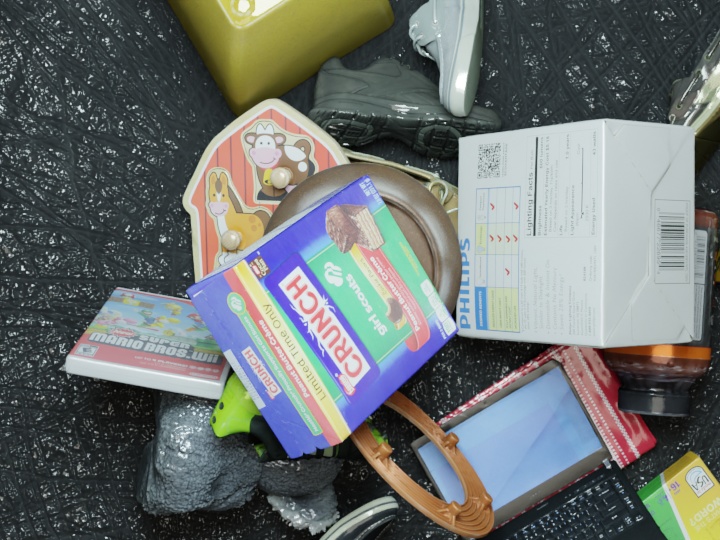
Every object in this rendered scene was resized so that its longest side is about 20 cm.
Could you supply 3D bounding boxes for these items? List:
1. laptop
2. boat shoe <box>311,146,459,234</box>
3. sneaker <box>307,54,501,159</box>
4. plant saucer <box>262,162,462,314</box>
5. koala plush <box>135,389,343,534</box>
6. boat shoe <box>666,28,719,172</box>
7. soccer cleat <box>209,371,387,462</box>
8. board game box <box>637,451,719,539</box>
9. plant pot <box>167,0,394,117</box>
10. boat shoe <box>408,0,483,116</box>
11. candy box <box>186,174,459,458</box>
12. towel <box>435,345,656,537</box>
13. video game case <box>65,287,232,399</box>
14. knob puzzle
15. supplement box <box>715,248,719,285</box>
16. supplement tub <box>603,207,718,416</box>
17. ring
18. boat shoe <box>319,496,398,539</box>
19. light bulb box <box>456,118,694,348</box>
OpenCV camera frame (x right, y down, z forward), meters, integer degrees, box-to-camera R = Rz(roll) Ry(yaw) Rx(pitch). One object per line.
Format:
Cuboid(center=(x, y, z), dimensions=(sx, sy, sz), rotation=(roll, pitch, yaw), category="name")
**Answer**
Cuboid(center=(0.172, 0.220, 1.251), dimensions=(0.176, 0.201, 0.104), rotation=(-30, 130, 2), category="laptop")
Cuboid(center=(0.038, -0.069, 1.287), dimensions=(0.197, 0.063, 0.074), rotation=(19, 90, -1), category="boat shoe")
Cuboid(center=(0.047, -0.170, 1.284), dimensions=(0.197, 0.076, 0.092), rotation=(8, 63, -13), category="sneaker")
Cuboid(center=(0.000, 0.000, 1.227), dimensions=(0.197, 0.032, 0.204), rotation=(0, 97, -2), category="plant saucer")
Cuboid(center=(-0.104, 0.170, 1.244), dimensions=(0.197, 0.184, 0.180), rotation=(11, 92, -13), category="koala plush")
Cuboid(center=(0.341, -0.169, 1.294), dimensions=(0.066, 0.071, 0.202), rotation=(41, 103, 28), category="boat shoe")
Cuboid(center=(-0.054, 0.143, 1.174), dimensions=(0.199, 0.068, 0.081), rotation=(29, 104, -41), category="soccer cleat")
Cuboid(center=(0.338, 0.311, 1.303), dimensions=(0.152, 0.040, 0.201), rotation=(-38, 90, 0), category="board game box")
Cuboid(center=(-0.090, -0.285, 1.218), dimensions=(0.193, 0.200, 0.197), rotation=(-32, 91, -1), category="plant pot")
Cuboid(center=(0.083, -0.239, 1.267), dimensions=(0.070, 0.070, 0.204), rotation=(0, 63, 10), category="boat shoe")
Cuboid(center=(-0.027, 0.036, 1.115), dimensions=(0.200, 0.077, 0.170), rotation=(-38, 98, -45), category="candy box")
Cuboid(center=(0.186, 0.167, 1.311), dimensions=(0.199, 0.022, 0.146), rotation=(-32, 92, 1), category="towel")
Cuboid(center=(-0.185, 0.065, 1.219), dimensions=(0.141, 0.200, 0.018), rotation=(10, 107, -1), category="video game case")
Cuboid(center=(-0.087, -0.065, 1.260), dimensions=(0.216, 0.030, 0.223), rotation=(3, 101, 18), category="knob puzzle")
Cuboid(center=(0.466, -0.008, 1.271), dimensions=(0.197, 0.109, 0.111), rotation=(18, 90, 0), category="supplement box")
Cuboid(center=(0.294, 0.039, 1.268), dimensions=(0.105, 0.107, 0.203), rotation=(4, 89, -1), category="supplement tub")
Cuboid(center=(0.053, 0.163, 1.191), dimensions=(0.200, 0.200, 0.019), rotation=(43, 106, -1), category="ring")
Cuboid(center=(-0.027, 0.304, 1.278), dimensions=(0.200, 0.075, 0.062), rotation=(-47, 67, 5), category="boat shoe")
Cuboid(center=(0.197, -0.032, 1.208), dimensions=(0.123, 0.199, 0.202), rotation=(1, 90, -35), category="light bulb box")
